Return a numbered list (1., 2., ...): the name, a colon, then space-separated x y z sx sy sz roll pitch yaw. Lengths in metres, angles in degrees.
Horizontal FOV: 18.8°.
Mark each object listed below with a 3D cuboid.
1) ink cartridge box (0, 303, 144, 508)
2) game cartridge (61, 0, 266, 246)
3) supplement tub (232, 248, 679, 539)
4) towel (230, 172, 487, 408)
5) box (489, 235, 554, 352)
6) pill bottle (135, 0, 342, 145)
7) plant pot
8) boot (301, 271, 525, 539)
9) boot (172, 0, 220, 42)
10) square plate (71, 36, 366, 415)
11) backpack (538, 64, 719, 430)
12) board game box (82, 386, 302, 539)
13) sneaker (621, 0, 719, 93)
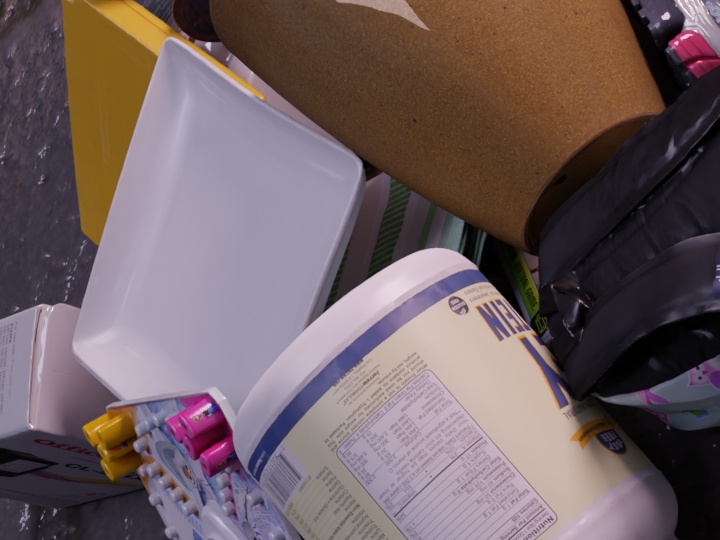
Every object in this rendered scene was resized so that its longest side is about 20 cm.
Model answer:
1. ink cartridge box: -0.200 0.092 1.409 0.200 0.145 0.083 -18 62 50
2. game cartridge: -0.117 -0.062 1.330 0.176 0.032 0.201 38 142 34
3. supplement tub: 0.053 0.106 0.997 0.200 0.145 0.145 48 120 14
4. towel: 0.000 0.000 1.183 0.200 0.023 0.153 -30 35 45
5. box: 0.108 -0.061 1.147 0.110 0.035 0.201 -50 41 29
6. pill bottle: -0.076 -0.128 1.361 0.200 0.113 0.114 29 100 54
7. plant pot: 0.056 -0.109 1.068 0.200 0.186 0.187 50 118 27
8. boot: 0.004 0.043 1.218 0.200 0.073 0.155 -50 34 20
9. boot: -0.029 -0.215 1.265 0.200 0.075 0.097 -35 31 18
10. square plate: -0.077 -0.002 1.187 0.198 0.028 0.201 36 112 46
11. backpack: 0.173 -0.008 0.955 0.200 0.126 0.168 -39 41 37
12. board game box: -0.070 0.160 1.161 0.201 0.026 0.200 63 158 -5
13. sneaker: 0.160 -0.159 1.094 0.074 0.081 0.200 -31 46 6
